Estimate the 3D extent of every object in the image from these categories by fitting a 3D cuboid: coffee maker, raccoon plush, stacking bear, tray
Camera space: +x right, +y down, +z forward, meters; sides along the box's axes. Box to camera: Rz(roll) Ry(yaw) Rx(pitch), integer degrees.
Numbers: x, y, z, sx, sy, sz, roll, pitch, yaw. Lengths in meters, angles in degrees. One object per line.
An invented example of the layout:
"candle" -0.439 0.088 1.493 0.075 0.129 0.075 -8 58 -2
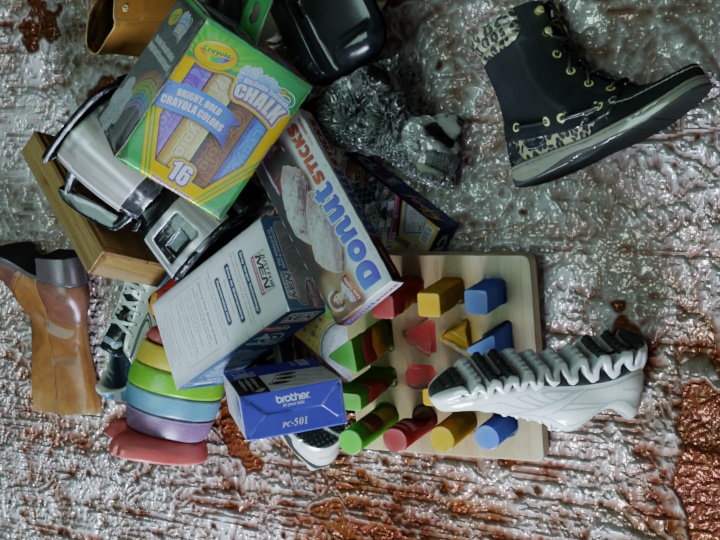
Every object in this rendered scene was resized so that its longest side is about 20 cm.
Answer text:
"coffee maker" -0.199 -0.106 1.582 0.200 0.192 0.135 44 138 0
"raccoon plush" 0.008 -0.116 1.458 0.200 0.097 0.134 -25 87 36
"stacking bear" -0.201 0.100 1.639 0.121 0.113 0.201 -145 67 -75
"tray" -0.288 -0.069 1.647 0.037 0.098 0.200 -51 52 21

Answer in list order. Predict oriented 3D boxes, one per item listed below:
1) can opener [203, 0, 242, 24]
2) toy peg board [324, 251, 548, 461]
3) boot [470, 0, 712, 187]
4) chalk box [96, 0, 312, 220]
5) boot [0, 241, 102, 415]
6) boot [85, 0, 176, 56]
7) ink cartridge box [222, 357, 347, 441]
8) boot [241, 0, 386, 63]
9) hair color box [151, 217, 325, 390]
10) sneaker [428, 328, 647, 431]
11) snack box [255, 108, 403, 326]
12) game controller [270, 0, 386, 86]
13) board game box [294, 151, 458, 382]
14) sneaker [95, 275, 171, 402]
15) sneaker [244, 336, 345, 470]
"can opener" -0.147 -0.215 1.496 0.063 0.079 0.201 19 102 24
"toy peg board" 0.062 0.090 1.419 0.199 0.098 0.201 1 104 28
"boot" 0.194 -0.176 1.322 0.203 0.073 0.154 -27 79 37
"chalk box" -0.136 -0.175 1.415 0.200 0.124 0.124 -53 27 8
"boot" -0.389 0.070 1.816 0.188 0.068 0.201 5 108 28
"boot" -0.202 -0.308 1.548 0.071 0.144 0.202 37 117 25
"ink cartridge box" -0.075 0.119 1.425 0.200 0.094 0.044 -170 71 -80
"boot" -0.068 -0.244 1.506 0.200 0.072 0.155 29 115 30
"hair color box" -0.121 0.035 1.498 0.200 0.060 0.100 -35 67 42
"sneaker" 0.161 0.110 1.345 0.199 0.075 0.081 -8 111 -4
"snack box" -0.034 -0.050 1.394 0.072 0.024 0.200 -38 65 22
"game controller" -0.049 -0.278 1.421 0.104 0.042 0.201 -26 87 25
"board game box" 0.000 0.000 1.517 0.135 0.035 0.200 40 119 25
"sneaker" -0.252 0.056 1.690 0.072 0.072 0.201 23 109 33
"sneaker" -0.085 0.127 1.579 0.200 0.074 0.080 56 160 30
